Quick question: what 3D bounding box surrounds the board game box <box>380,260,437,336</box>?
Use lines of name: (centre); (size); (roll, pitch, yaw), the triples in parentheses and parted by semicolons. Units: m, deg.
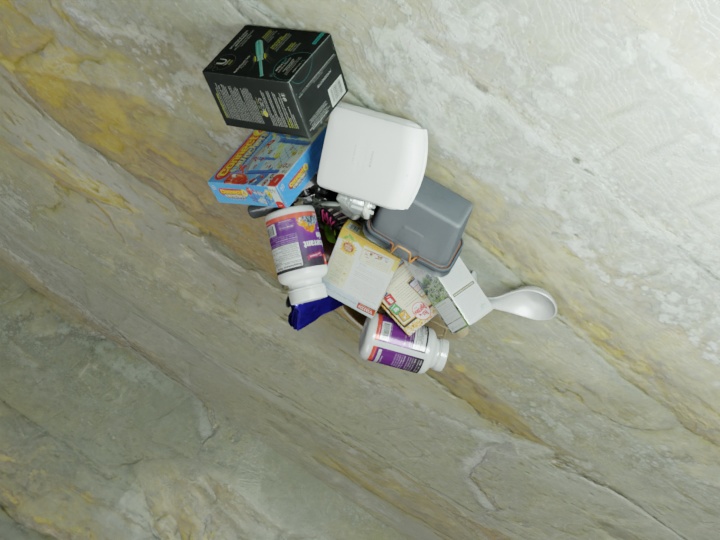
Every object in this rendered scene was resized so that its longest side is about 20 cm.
board game box: (0.095, 0.028, 1.745); (0.200, 0.046, 0.151); (48, 126, -2)

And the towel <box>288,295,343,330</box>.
towel: (-0.078, 0.066, 1.866); (0.050, 0.199, 0.148); (54, 161, 15)

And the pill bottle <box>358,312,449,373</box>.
pill bottle: (0.101, 0.174, 1.838); (0.198, 0.113, 0.113); (16, 151, -7)

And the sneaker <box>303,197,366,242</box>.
sneaker: (-0.048, -0.107, 1.734); (0.199, 0.088, 0.074); (24, 148, 14)

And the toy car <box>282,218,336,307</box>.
toy car: (-0.121, -0.013, 1.834); (0.157, 0.201, 0.165); (22, 149, 19)

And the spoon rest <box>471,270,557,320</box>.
spoon rest: (0.316, 0.058, 1.651); (0.199, 0.061, 0.100); (17, 147, 29)

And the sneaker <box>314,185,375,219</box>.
sneaker: (-0.040, -0.152, 1.604); (0.115, 0.076, 0.200); (14, 180, -13)

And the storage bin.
storage bin: (0.118, -0.099, 1.551); (0.199, 0.146, 0.135); (30, 140, 7)

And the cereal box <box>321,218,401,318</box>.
cereal box: (0.000, 0.000, 1.710); (0.143, 0.040, 0.201); (29, 134, 5)

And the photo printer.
photo printer: (0.026, -0.209, 1.460); (0.199, 0.069, 0.168); (21, 107, 22)

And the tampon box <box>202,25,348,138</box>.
tampon box: (-0.152, -0.345, 1.429); (0.199, 0.150, 0.127); (15, 145, 30)

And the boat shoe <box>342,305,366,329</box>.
boat shoe: (0.029, 0.143, 2.045); (0.199, 0.071, 0.069); (36, 149, -6)

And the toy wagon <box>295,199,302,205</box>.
toy wagon: (-0.217, -0.197, 1.745); (0.199, 0.040, 0.155); (19, 150, -24)

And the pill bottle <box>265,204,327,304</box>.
pill bottle: (-0.133, -0.032, 1.703); (0.111, 0.111, 0.202); (-18, 84, 54)

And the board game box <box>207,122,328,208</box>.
board game box: (-0.176, -0.217, 1.589); (0.195, 0.201, 0.056); (7, 140, 37)

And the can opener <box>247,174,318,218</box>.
can opener: (-0.166, -0.168, 1.709); (0.199, 0.053, 0.067); (-12, 118, 30)

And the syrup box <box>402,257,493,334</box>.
syrup box: (0.181, 0.025, 1.650); (0.201, 0.081, 0.079); (57, 149, 5)

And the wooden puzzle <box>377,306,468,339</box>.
wooden puzzle: (0.135, 0.106, 1.872); (0.199, 0.047, 0.185); (-11, 140, 29)
